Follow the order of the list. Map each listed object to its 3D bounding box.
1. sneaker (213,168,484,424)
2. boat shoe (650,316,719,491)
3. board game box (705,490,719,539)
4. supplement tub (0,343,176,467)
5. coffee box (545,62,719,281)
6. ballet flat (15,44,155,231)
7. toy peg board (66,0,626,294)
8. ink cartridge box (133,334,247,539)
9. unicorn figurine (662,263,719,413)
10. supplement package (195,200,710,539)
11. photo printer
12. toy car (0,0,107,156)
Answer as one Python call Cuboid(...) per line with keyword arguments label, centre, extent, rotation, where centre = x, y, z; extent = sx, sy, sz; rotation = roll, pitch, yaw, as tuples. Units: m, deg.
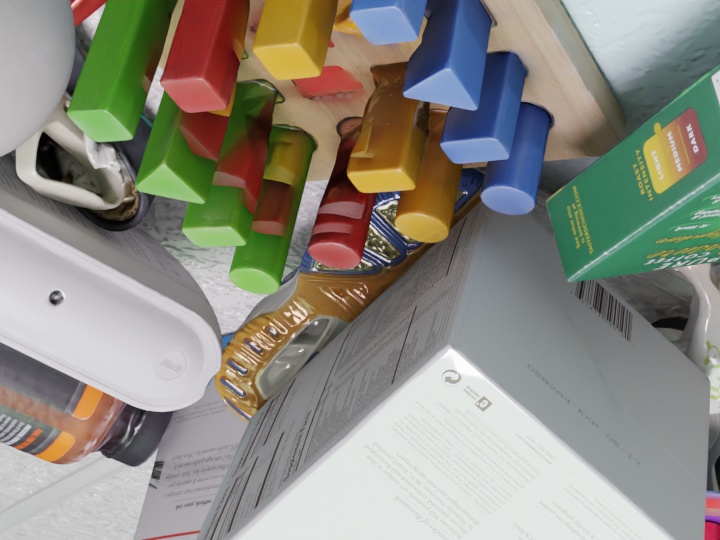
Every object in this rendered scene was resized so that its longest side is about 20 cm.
Cuboid(label="sneaker", centre=(0.000, 0.000, 0.959), extent=(0.200, 0.088, 0.075), rotation=(-38, 100, 30))
Cuboid(label="boat shoe", centre=(0.191, 0.089, 1.046), extent=(0.073, 0.061, 0.201), rotation=(10, 140, 29))
Cuboid(label="board game box", centre=(0.165, 0.168, 1.019), extent=(0.157, 0.039, 0.200), rotation=(14, 155, -24))
Cuboid(label="supplement tub", centre=(-0.211, 0.053, 1.113), extent=(0.199, 0.108, 0.107), rotation=(27, 150, -24))
Cuboid(label="coffee box", centre=(0.174, -0.054, 0.744), extent=(0.122, 0.044, 0.200), rotation=(-9, 163, -26))
Cuboid(label="ballet flat", centre=(-0.159, -0.082, 0.873), extent=(0.072, 0.074, 0.200), rotation=(-3, 148, 30))
Cuboid(label="toy peg board", centre=(-0.013, -0.071, 0.793), extent=(0.198, 0.099, 0.200), rotation=(-3, 150, 29))
Cuboid(label="ink cartridge box", centre=(-0.074, 0.141, 1.113), extent=(0.068, 0.202, 0.115), rotation=(32, 148, -34))
Cuboid(label="unicorn figurine", centre=(0.138, 0.054, 0.939), extent=(0.199, 0.074, 0.138), rotation=(-16, 115, 41))
Cuboid(label="supplement package", centre=(0.043, 0.101, 0.866), extent=(0.152, 0.151, 0.200), rotation=(41, 120, -11))
Cuboid(label="photo printer", centre=(-0.167, -0.004, 0.952), extent=(0.199, 0.070, 0.166), rotation=(30, -174, -30))
Cuboid(label="toy car", centre=(-0.148, -0.116, 0.647), extent=(0.183, 0.201, 0.177), rotation=(4, 148, 17))
